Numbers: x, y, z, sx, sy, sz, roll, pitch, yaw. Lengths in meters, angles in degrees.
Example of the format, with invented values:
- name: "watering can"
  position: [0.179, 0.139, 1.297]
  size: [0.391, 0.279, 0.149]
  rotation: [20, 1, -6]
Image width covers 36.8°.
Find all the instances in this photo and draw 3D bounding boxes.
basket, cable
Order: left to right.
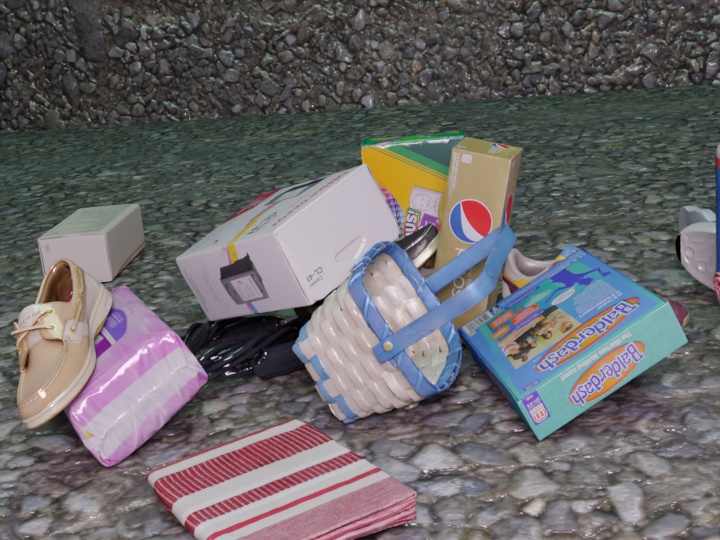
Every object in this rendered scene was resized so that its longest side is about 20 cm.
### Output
- name: "cable"
  position: [-0.140, 0.077, 1.136]
  size: [0.197, 0.052, 0.162]
  rotation: [-16, 18, -28]
- name: "basket"
  position: [0.050, 0.037, 0.980]
  size: [0.199, 0.140, 0.176]
  rotation: [-38, 2, 25]

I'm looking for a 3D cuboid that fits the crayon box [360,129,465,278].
- name: "crayon box"
  position: [0.067, -0.051, 1.225]
  size: [0.116, 0.204, 0.058]
  rotation: [-5, 14, 5]

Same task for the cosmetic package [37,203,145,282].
- name: "cosmetic package"
  position: [-0.395, -0.041, 1.612]
  size: [0.101, 0.075, 0.200]
  rotation: [-4, 16, 5]

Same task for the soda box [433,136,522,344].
- name: "soda box"
  position: [0.116, -0.029, 1.119]
  size: [0.063, 0.204, 0.068]
  rotation: [12, 20, 15]

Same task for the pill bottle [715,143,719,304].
- name: "pill bottle"
  position: [0.381, -0.018, 0.988]
  size: [0.110, 0.204, 0.112]
  rotation: [-6, 15, 2]

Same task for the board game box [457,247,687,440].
- name: "board game box"
  position: [0.183, 0.059, 0.979]
  size: [0.151, 0.045, 0.200]
  rotation: [-33, 17, 0]

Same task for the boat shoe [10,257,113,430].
- name: "boat shoe"
  position: [-0.274, 0.058, 0.954]
  size: [0.073, 0.070, 0.201]
  rotation: [-30, 27, 13]

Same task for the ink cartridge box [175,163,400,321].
- name: "ink cartridge box"
  position: [-0.077, -0.026, 1.121]
  size: [0.147, 0.087, 0.198]
  rotation: [-39, 16, -35]

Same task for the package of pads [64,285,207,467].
- name: "package of pads"
  position: [-0.227, 0.092, 1.007]
  size: [0.120, 0.076, 0.199]
  rotation: [-38, 25, -14]

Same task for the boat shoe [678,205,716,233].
- name: "boat shoe"
  position: [0.438, -0.043, 1.318]
  size: [0.066, 0.073, 0.200]
  rotation: [-5, 8, 7]

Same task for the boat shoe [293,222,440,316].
- name: "boat shoe"
  position: [0.000, 0.000, 1.176]
  size: [0.199, 0.066, 0.072]
  rotation: [-33, 7, 27]

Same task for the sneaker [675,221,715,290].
- name: "sneaker"
  position: [0.466, -0.031, 1.189]
  size: [0.198, 0.082, 0.146]
  rotation: [17, 39, 40]

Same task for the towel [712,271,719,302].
- name: "towel"
  position: [0.403, 0.049, 0.898]
  size: [0.196, 0.146, 0.023]
  rotation: [-10, -25, -17]

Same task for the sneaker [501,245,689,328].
- name: "sneaker"
  position: [0.235, 0.022, 1.108]
  size: [0.197, 0.092, 0.075]
  rotation: [3, 17, 30]

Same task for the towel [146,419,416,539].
- name: "towel"
  position: [-0.065, 0.168, 0.812]
  size: [0.142, 0.023, 0.199]
  rotation: [-16, 16, -26]
